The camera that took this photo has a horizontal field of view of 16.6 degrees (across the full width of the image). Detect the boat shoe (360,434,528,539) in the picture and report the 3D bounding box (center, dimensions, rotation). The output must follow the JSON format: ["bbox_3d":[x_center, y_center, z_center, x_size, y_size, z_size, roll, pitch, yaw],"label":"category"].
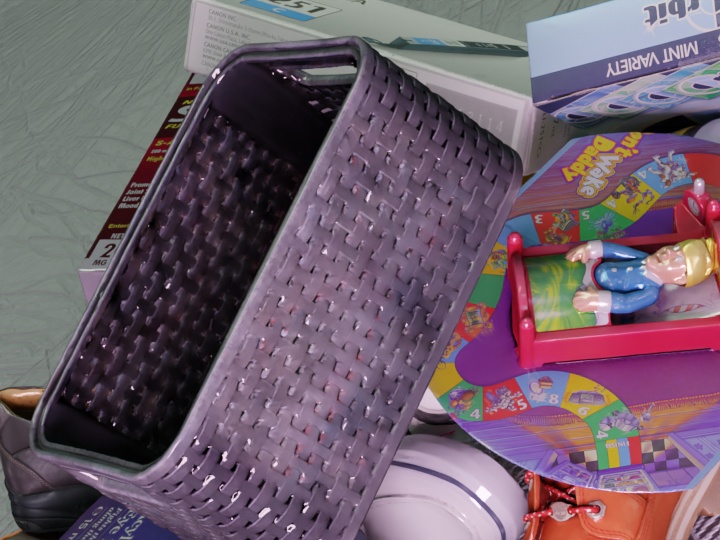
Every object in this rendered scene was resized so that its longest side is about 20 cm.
[{"bbox_3d":[0.006,0.130,1.162,0.067,0.074,0.200,-50,13,-28],"label":"boat shoe"}]

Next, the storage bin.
[{"bbox_3d":[-0.036,0.013,1.032,0.135,0.094,0.201,4,64,59],"label":"storage bin"}]

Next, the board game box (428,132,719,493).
[{"bbox_3d":[0.115,0.000,1.038,0.158,0.039,0.200,31,58,28],"label":"board game box"}]

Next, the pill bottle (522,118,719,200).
[{"bbox_3d":[0.119,0.001,1.196,0.199,0.113,0.113,-16,28,40],"label":"pill bottle"}]

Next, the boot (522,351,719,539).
[{"bbox_3d":[0.092,0.097,1.045,0.075,0.107,0.200,-15,30,37],"label":"boot"}]

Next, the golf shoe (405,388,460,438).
[{"bbox_3d":[0.000,0.000,1.194,0.200,0.072,0.092,57,134,40],"label":"golf shoe"}]

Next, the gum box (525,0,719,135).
[{"bbox_3d":[0.199,-0.093,1.169,0.169,0.200,0.045,-12,75,30],"label":"gum box"}]

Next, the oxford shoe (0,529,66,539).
[{"bbox_3d":[-0.163,0.149,1.324,0.200,0.072,0.072,-109,39,-68],"label":"oxford shoe"}]

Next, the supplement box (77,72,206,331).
[{"bbox_3d":[-0.062,-0.036,1.310,0.108,0.061,0.200,0,36,18],"label":"supplement box"}]

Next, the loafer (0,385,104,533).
[{"bbox_3d":[-0.103,0.082,1.257,0.199,0.073,0.073,-14,20,22],"label":"loafer"}]

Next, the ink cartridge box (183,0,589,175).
[{"bbox_3d":[0.038,-0.109,1.278,0.199,0.045,0.176,19,21,25],"label":"ink cartridge box"}]

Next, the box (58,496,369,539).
[{"bbox_3d":[-0.082,0.187,1.111,0.199,0.105,0.148,-7,33,51],"label":"box"}]

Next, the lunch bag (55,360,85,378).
[{"bbox_3d":[-0.042,0.019,1.381,0.199,0.122,0.171,-20,25,30],"label":"lunch bag"}]
